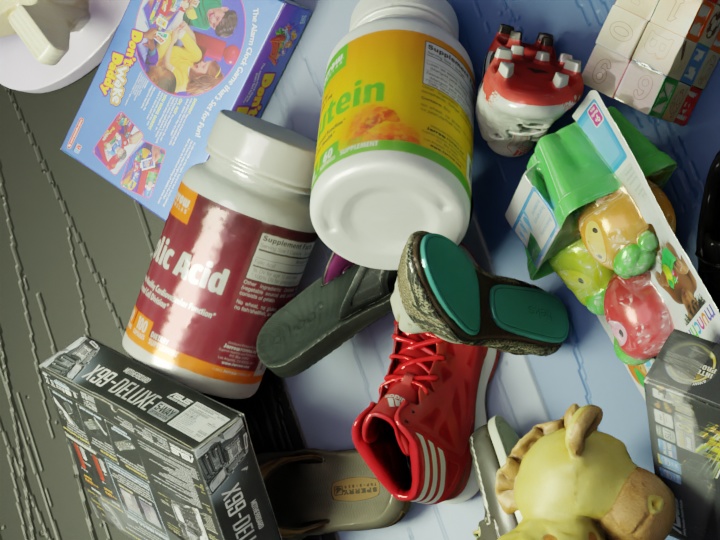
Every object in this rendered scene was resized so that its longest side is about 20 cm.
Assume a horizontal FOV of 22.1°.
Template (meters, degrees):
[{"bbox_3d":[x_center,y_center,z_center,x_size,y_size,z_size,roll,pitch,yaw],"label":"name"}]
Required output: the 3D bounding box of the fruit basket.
[{"bbox_3d":[0.175,0.002,1.244,0.093,0.185,0.201,-17,73,-13],"label":"fruit basket"}]

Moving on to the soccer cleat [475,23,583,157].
[{"bbox_3d":[0.112,-0.115,1.275,0.068,0.200,0.086,10,106,-3],"label":"soccer cleat"}]

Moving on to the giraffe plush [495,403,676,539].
[{"bbox_3d":[0.139,0.180,1.208,0.172,0.199,0.163,-15,47,63],"label":"giraffe plush"}]

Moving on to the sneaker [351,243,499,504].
[{"bbox_3d":[0.046,0.071,1.335,0.078,0.115,0.201,-9,84,27],"label":"sneaker"}]

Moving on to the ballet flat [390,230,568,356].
[{"bbox_3d":[0.068,0.026,1.282,0.075,0.200,0.068,-16,67,33],"label":"ballet flat"}]

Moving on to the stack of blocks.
[{"bbox_3d":[0.224,-0.205,1.252,0.058,0.115,0.201,30,102,25],"label":"stack of blocks"}]

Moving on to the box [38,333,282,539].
[{"bbox_3d":[-0.148,0.151,1.394,0.200,0.050,0.158,21,136,44],"label":"box"}]

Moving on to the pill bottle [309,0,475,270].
[{"bbox_3d":[0.026,-0.109,1.315,0.111,0.111,0.201,-19,44,26],"label":"pill bottle"}]

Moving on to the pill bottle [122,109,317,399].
[{"bbox_3d":[-0.099,-0.013,1.416,0.114,0.114,0.201,26,100,26],"label":"pill bottle"}]

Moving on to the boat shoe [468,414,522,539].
[{"bbox_3d":[0.113,0.206,1.319,0.060,0.072,0.202,-23,80,21],"label":"boat shoe"}]

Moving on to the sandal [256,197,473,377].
[{"bbox_3d":[0.000,0.001,1.348,0.200,0.048,0.075,-40,38,5],"label":"sandal"}]

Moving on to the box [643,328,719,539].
[{"bbox_3d":[0.268,0.133,1.178,0.161,0.200,0.049,23,61,26],"label":"box"}]

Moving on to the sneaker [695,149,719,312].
[{"bbox_3d":[0.254,0.009,1.242,0.076,0.091,0.201,-6,87,22],"label":"sneaker"}]

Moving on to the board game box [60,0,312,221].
[{"bbox_3d":[-0.143,-0.152,1.483,0.134,0.045,0.201,34,103,25],"label":"board game box"}]

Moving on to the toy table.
[{"bbox_3d":[-0.269,-0.237,1.514,0.184,0.117,0.200,41,107,23],"label":"toy table"}]

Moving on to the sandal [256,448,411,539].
[{"bbox_3d":[-0.052,0.179,1.415,0.199,0.054,0.082,-10,83,34],"label":"sandal"}]
